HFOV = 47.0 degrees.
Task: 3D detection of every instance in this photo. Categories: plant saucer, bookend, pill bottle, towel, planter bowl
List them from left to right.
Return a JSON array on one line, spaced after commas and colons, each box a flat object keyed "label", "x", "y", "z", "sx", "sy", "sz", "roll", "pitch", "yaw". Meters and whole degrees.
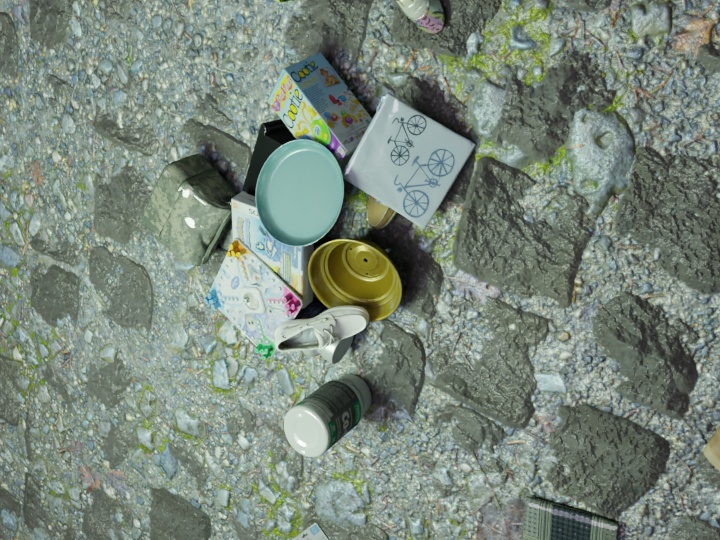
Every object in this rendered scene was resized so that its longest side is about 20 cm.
[{"label": "bookend", "x": -0.130, "y": -0.174, "z": 1.696, "sx": 0.197, "sy": 0.092, "sz": 0.202, "roll": 30, "pitch": 118, "yaw": 18}, {"label": "plant saucer", "x": -0.112, "y": -0.146, "z": 1.573, "sx": 0.197, "sy": 0.027, "sz": 0.204, "roll": -1, "pitch": 87, "yaw": 27}, {"label": "pill bottle", "x": -0.116, "y": 0.114, "z": 1.771, "sx": 0.198, "sy": 0.111, "sz": 0.112, "roll": 30, "pitch": 119, "yaw": 20}, {"label": "pill bottle", "x": -0.064, "y": 0.299, "z": 1.746, "sx": 0.112, "sy": 0.199, "sz": 0.115, "roll": 11, "pitch": 112, "yaw": 28}, {"label": "planter bowl", "x": 0.000, "y": 0.000, "z": 1.663, "sx": 0.197, "sy": 0.084, "sz": 0.203, "roll": 12, "pitch": 129, "yaw": 15}, {"label": "towel", "x": 0.413, "y": 0.560, "z": 1.648, "sx": 0.190, "sy": 0.034, "sz": 0.203, "roll": 10, "pitch": 109, "yaw": 26}]

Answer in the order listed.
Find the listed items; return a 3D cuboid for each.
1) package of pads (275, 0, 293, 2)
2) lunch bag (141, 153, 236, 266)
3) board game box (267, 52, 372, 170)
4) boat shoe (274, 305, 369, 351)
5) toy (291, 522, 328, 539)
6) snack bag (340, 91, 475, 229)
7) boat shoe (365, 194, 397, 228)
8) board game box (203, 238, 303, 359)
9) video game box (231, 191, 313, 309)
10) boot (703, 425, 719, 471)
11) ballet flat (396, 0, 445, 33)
[{"label": "package of pads", "x": -0.171, "y": -0.631, "z": 1.583, "sx": 0.153, "sy": 0.068, "sz": 0.203, "roll": 27, "pitch": 119, "yaw": 22}, {"label": "lunch bag", "x": -0.368, "y": -0.127, "z": 1.829, "sx": 0.168, "sy": 0.139, "sz": 0.201, "roll": 45, "pitch": 124, "yaw": 12}, {"label": "board game box", "x": -0.071, "y": -0.297, "z": 1.596, "sx": 0.201, "sy": 0.104, "sz": 0.103, "roll": 53, "pitch": 144, "yaw": 6}, {"label": "boat shoe", "x": -0.076, "y": 0.127, "z": 1.658, "sx": 0.197, "sy": 0.070, "sz": 0.072, "roll": -16, "pitch": 116, "yaw": 5}, {"label": "toy", "x": -0.091, "y": 0.724, "z": 1.997, "sx": 0.201, "sy": 0.047, "sz": 0.115, "roll": 51, "pitch": 123, "yaw": 6}, {"label": "snack bag", "x": 0.083, "y": -0.201, "z": 1.533, "sx": 0.198, "sy": 0.021, "sz": 0.190, "roll": 28, "pitch": 109, "yaw": -7}, {"label": "boat shoe", "x": 0.046, "y": -0.168, "z": 1.598, "sx": 0.071, "sy": 0.076, "sz": 0.202, "roll": 29, "pitch": 119, "yaw": 20}, {"label": "board game box", "x": -0.230, "y": 0.065, "z": 1.737, "sx": 0.200, "sy": 0.026, "sz": 0.201, "roll": 43, "pitch": 132, "yaw": 11}, {"label": "video game box", "x": -0.180, "y": -0.041, "z": 1.690, "sx": 0.180, "sy": 0.047, "sz": 0.203, "roll": 21, "pitch": 126, "yaw": 27}, {"label": "boot", "x": 0.688, "y": 0.316, "z": 1.365, "sx": 0.200, "sy": 0.072, "sz": 0.167, "roll": 45, "pitch": 126, "yaw": 16}, {"label": "ballet flat", "x": 0.081, "y": -0.510, "z": 1.466, "sx": 0.069, "sy": 0.071, "sz": 0.202, "roll": -25, "pitch": 92, "yaw": 34}]
